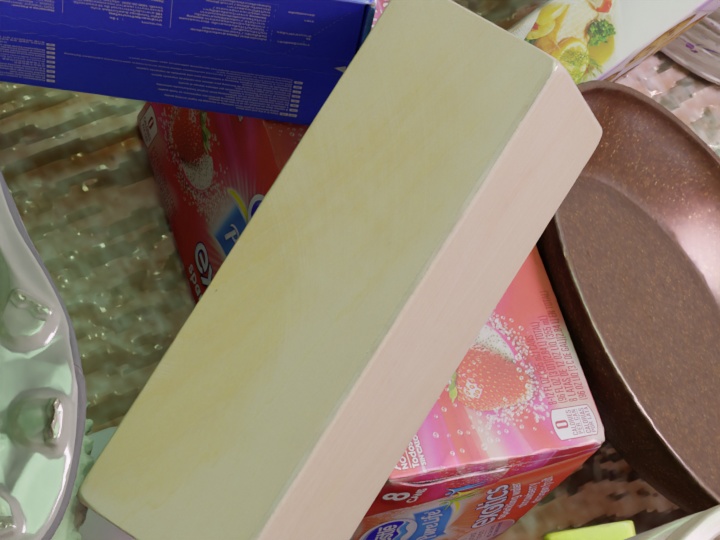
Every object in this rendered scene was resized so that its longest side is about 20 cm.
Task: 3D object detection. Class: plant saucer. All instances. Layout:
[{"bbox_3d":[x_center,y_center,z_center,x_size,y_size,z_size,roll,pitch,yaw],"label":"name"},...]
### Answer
[{"bbox_3d":[0.122,0.022,1.084,0.200,0.037,0.201,37,36,-33],"label":"plant saucer"}]

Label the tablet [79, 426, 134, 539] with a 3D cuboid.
[{"bbox_3d":[-0.133,0.137,0.950,0.200,0.014,0.130,-19,73,-32],"label":"tablet"}]

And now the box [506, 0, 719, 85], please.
[{"bbox_3d":[0.109,-0.107,1.124,0.200,0.041,0.039,-35,84,-4],"label":"box"}]

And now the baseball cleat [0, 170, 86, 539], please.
[{"bbox_3d":[-0.132,0.012,0.919,0.069,0.107,0.201,-10,68,-8],"label":"baseball cleat"}]

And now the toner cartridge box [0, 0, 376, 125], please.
[{"bbox_3d":[-0.095,-0.099,0.952,0.199,0.095,0.043,8,67,-3],"label":"toner cartridge box"}]

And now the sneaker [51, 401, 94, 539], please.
[{"bbox_3d":[-0.146,0.103,0.912,0.099,0.070,0.201,12,56,-11],"label":"sneaker"}]

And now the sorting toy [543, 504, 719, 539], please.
[{"bbox_3d":[0.067,0.137,0.941,0.107,0.180,0.200,48,54,1],"label":"sorting toy"}]

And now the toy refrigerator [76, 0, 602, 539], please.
[{"bbox_3d":[-0.007,0.011,0.924,0.070,0.076,0.200,31,86,22],"label":"toy refrigerator"}]

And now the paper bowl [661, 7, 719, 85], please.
[{"bbox_3d":[0.192,-0.182,1.228,0.200,0.104,0.201,11,59,-19],"label":"paper bowl"}]

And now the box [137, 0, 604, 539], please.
[{"bbox_3d":[0.000,0.000,1.036,0.095,0.100,0.201,-7,67,-29],"label":"box"}]
